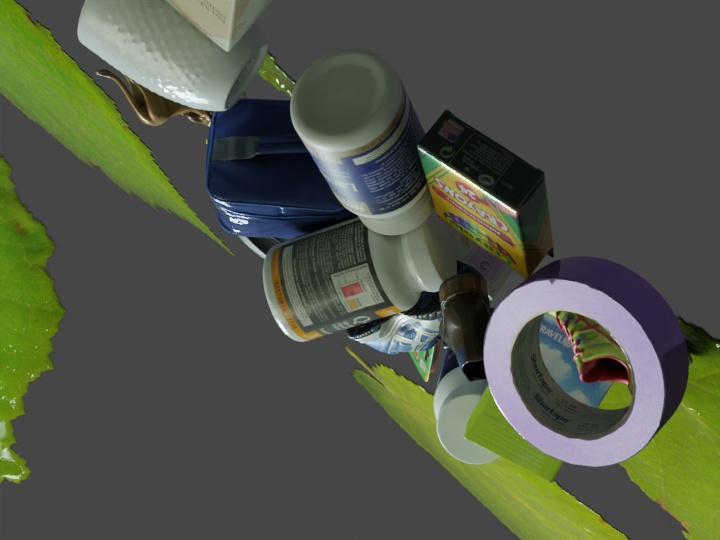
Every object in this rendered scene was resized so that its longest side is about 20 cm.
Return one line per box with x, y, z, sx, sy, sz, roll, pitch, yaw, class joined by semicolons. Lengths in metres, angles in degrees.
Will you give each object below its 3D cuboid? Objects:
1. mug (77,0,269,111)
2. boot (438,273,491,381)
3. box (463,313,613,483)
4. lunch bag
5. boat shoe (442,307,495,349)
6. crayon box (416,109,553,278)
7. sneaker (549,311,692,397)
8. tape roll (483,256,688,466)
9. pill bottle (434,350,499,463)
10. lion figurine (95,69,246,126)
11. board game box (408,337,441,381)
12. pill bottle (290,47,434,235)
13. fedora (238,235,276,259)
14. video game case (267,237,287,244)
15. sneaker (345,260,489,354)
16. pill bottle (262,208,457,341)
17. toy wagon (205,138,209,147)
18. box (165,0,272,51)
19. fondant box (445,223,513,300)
-0.197;-0.249;1.563;0.174;0.148;0.200;34;155;4;mug
0.125;0.093;1.560;0.201;0.074;0.098;64;-163;-58;boot
0.215;0.134;1.641;0.121;0.201;0.048;27;-155;-1;box
-0.077;-0.115;1.628;0.197;0.138;0.132;2;165;4;lunch bag
0.186;0.095;1.703;0.197;0.070;0.084;17;170;-6;boat shoe
0.132;-0.067;1.450;0.126;0.051;0.200;35;168;23;crayon box
0.245;0.070;1.501;0.199;0.091;0.078;33;168;38;sneaker
0.223;0.091;1.425;0.198;0.065;0.203;16;119;30;tape roll
0.154;0.155;1.806;0.116;0.116;0.200;41;-157;-8;pill bottle
-0.240;-0.224;1.819;0.072;0.199;0.124;-11;100;50;lion figurine
0.062;0.043;1.865;0.096;0.030;0.201;98;157;-43;board game box
0.011;-0.125;1.458;0.115;0.116;0.200;33;167;31;pill bottle
-0.087;-0.091;1.899;0.199;0.179;0.090;27;133;-28;fedora
-0.049;-0.084;1.740;0.199;0.143;0.019;31;168;39;video game case
0.076;0.045;1.646;0.199;0.077;0.077;-20;137;42;sneaker
0.000;0.000;1.588;0.198;0.118;0.117;-17;139;21;pill bottle
-0.143;-0.110;1.978;0.200;0.040;0.156;43;-148;-11;toy wagon
-0.134;-0.295;1.377;0.095;0.078;0.200;39;169;1;box
0.097;-0.023;1.717;0.144;0.058;0.200;40;170;-3;fondant box
